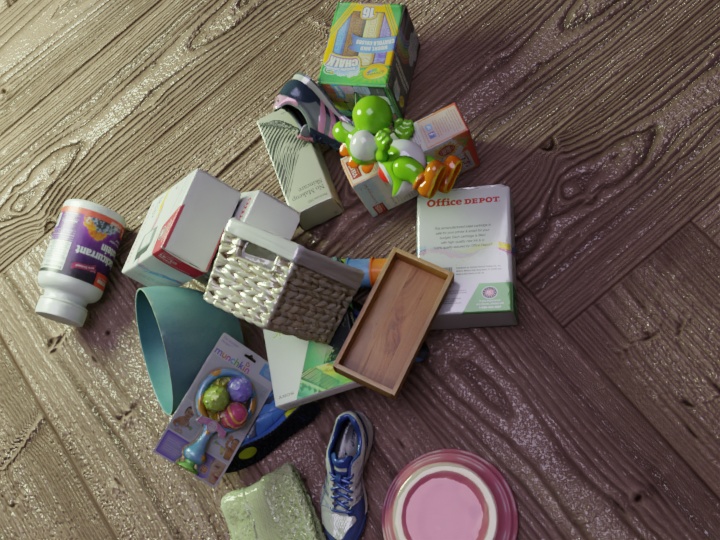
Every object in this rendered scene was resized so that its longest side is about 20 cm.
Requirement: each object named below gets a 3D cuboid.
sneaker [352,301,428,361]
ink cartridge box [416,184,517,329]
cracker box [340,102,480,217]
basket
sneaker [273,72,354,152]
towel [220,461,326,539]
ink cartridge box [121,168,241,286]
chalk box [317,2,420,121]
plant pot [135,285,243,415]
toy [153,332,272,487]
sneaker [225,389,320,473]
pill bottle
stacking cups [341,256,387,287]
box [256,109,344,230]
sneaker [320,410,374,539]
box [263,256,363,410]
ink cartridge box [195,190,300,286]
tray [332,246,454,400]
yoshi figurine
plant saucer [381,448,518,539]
[{"bbox_3d":[0.013,0.106,1.434,0.199,0.066,0.079,25,100,27],"label":"sneaker"},{"bbox_3d":[0.164,-0.019,1.428,0.144,0.084,0.201,-4,71,15],"label":"ink cartridge box"},{"bbox_3d":[0.082,-0.172,1.478,0.199,0.134,0.058,-26,68,6],"label":"cracker box"},{"bbox_3d":[-0.107,0.021,1.318,0.135,0.200,0.124,22,90,29],"label":"basket"},{"bbox_3d":[-0.060,-0.226,1.535,0.200,0.070,0.082,45,71,-8],"label":"sneaker"},{"bbox_3d":[-0.123,0.399,1.380,0.148,0.036,0.201,-30,64,13],"label":"towel"},{"bbox_3d":[-0.285,-0.057,1.468,0.200,0.085,0.148,-19,47,55],"label":"ink cartridge box"},{"bbox_3d":[0.011,-0.328,1.560,0.123,0.124,0.201,8,73,18],"label":"chalk box"},{"bbox_3d":[-0.261,0.112,1.466,0.134,0.200,0.201,-13,64,-23],"label":"plant pot"},{"bbox_3d":[-0.202,0.208,1.372,0.201,0.115,0.047,-59,24,-14],"label":"toy"},{"bbox_3d":[-0.156,0.236,1.448,0.200,0.066,0.079,-36,55,1],"label":"sneaker"},{"bbox_3d":[-0.484,-0.011,1.599,0.111,0.111,0.201,10,75,19],"label":"pill bottle"},{"bbox_3d":[0.000,0.000,1.485,0.199,0.061,0.061,-5,70,12],"label":"stacking cups"},{"bbox_3d":[-0.102,-0.176,1.569,0.082,0.068,0.201,-26,66,6],"label":"box"},{"bbox_3d":[-0.029,0.304,1.370,0.075,0.088,0.201,0,73,14],"label":"sneaker"},{"bbox_3d":[-0.076,0.095,1.407,0.144,0.036,0.201,-20,68,18],"label":"box"},{"bbox_3d":[-0.194,-0.044,1.484,0.200,0.083,0.147,1,64,61],"label":"ink cartridge box"},{"bbox_3d":[0.049,0.075,1.345,0.098,0.037,0.201,24,73,13],"label":"tray"},{"bbox_3d":[0.051,-0.192,1.370,0.199,0.113,0.112,30,68,23],"label":"yoshi figurine"},{"bbox_3d":[0.123,0.353,1.329,0.199,0.051,0.202,-5,69,15],"label":"plant saucer"}]
